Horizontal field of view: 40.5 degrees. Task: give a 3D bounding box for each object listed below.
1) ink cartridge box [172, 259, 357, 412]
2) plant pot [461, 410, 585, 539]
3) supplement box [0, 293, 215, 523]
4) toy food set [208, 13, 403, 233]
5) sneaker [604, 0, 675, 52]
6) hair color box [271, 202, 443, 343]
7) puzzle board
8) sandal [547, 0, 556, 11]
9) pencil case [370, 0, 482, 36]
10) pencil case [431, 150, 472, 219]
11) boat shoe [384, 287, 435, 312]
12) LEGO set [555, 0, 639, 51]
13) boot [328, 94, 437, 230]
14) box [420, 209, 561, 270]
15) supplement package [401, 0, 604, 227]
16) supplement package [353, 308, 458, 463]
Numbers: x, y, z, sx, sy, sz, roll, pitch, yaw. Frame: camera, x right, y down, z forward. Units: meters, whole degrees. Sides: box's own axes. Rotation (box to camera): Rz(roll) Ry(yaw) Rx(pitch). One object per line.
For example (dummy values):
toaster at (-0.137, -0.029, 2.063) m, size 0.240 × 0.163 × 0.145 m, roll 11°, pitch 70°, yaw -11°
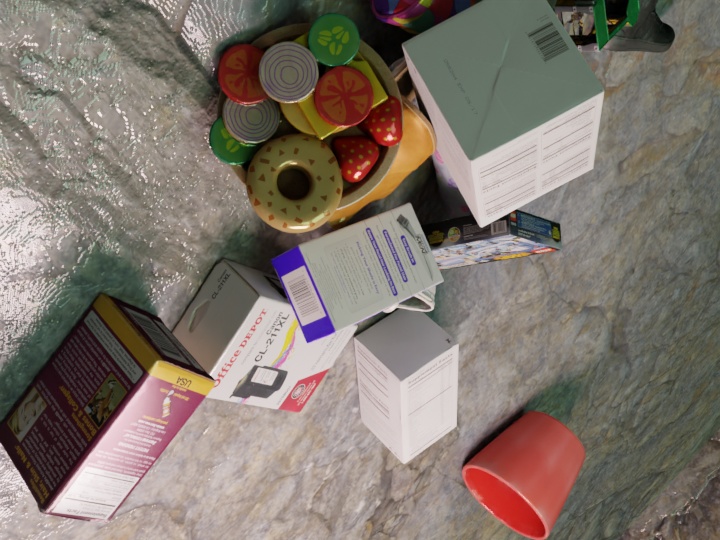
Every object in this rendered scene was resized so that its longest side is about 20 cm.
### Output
ink cartridge box at (-0.120, 0.086, 1.194) m, size 0.200 × 0.083 × 0.146 m, roll 20°, pitch 107°, yaw -53°
plant pot at (0.323, 0.379, 1.858) m, size 0.177 × 0.200 × 0.201 m, roll -46°, pitch 146°, yaw -24°
supplement box at (-0.274, 0.149, 1.046) m, size 0.200 × 0.131 × 0.103 m, roll -51°, pitch 145°, yaw 3°
toy food set at (-0.054, -0.155, 0.992) m, size 0.200 × 0.198 × 0.049 m, roll -33°, pitch -173°, yaw -4°
sneaker at (0.389, -0.361, 1.356) m, size 0.199 × 0.060 × 0.105 m, roll -12°, pitch 135°, yaw -36°
hair color box at (0.000, 0.000, 1.170) m, size 0.200 × 0.110 × 0.065 m, roll -23°, pitch 179°, yaw -41°
puzzle board at (0.011, -0.176, 1.099) m, size 0.200 × 0.017 × 0.151 m, roll -45°, pitch 174°, yaw -3°
sandal at (0.211, -0.296, 1.134) m, size 0.054 × 0.082 × 0.200 m, roll 13°, pitch 139°, yaw -13°
pencil case at (0.090, -0.289, 1.086) m, size 0.200 × 0.088 × 0.089 m, roll 13°, pitch 112°, yaw -50°
pencil case at (0.135, -0.144, 1.255) m, size 0.083 × 0.091 × 0.200 m, roll -38°, pitch 142°, yaw -15°
boat shoe at (0.028, 0.023, 1.287) m, size 0.072 × 0.066 × 0.200 m, roll -20°, pitch 161°, yaw 36°
LEGO set at (0.257, -0.363, 1.197) m, size 0.154 × 0.116 × 0.200 m, roll -52°, pitch 136°, yaw -30°
boot at (0.010, -0.112, 1.117) m, size 0.144 × 0.071 × 0.201 m, roll -41°, pitch 172°, yaw -10°
box at (0.146, -0.039, 1.289) m, size 0.137 × 0.199 × 0.040 m, roll 11°, pitch 73°, yaw -51°
supplement package at (0.154, -0.172, 1.046) m, size 0.150 × 0.152 × 0.200 m, roll -27°, pitch 161°, yaw 2°
supplement package at (0.070, 0.167, 1.448) m, size 0.114 × 0.109 × 0.201 m, roll -30°, pitch 141°, yaw -24°
